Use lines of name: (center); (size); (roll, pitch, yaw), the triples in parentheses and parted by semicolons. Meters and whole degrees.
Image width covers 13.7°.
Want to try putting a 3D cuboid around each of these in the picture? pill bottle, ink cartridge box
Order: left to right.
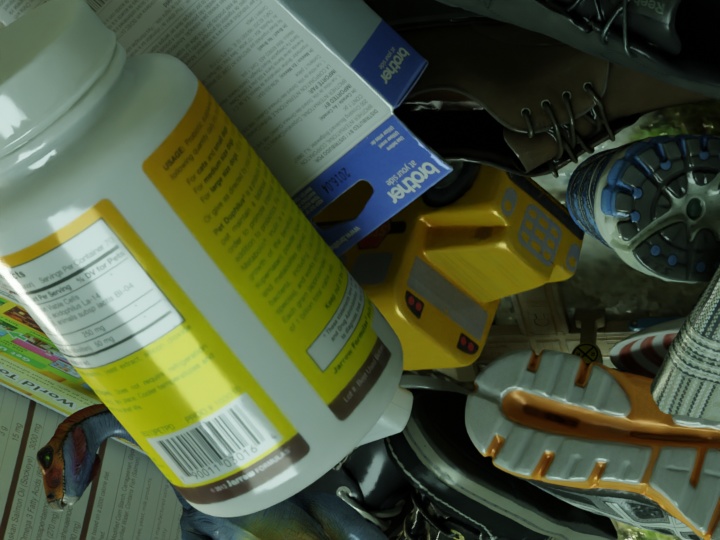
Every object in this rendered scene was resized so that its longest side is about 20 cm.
pill bottle: (-0.079, -0.007, 1.173); (0.109, 0.109, 0.200); (-22, 115, 36)
ink cartridge box: (-0.060, -0.092, 1.192); (0.200, 0.042, 0.119); (44, 137, -8)

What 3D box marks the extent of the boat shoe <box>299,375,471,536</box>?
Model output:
boat shoe: (-0.008, 0.115, 1.513); (0.074, 0.060, 0.200); (27, 141, -24)

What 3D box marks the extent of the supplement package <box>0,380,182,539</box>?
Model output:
supplement package: (-0.176, 0.126, 1.453); (0.200, 0.118, 0.117); (26, 143, -23)

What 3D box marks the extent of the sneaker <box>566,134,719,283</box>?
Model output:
sneaker: (0.176, -0.028, 1.270); (0.199, 0.077, 0.085); (9, -178, -26)

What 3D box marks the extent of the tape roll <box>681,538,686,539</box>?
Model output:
tape roll: (0.246, 0.115, 1.434); (0.202, 0.037, 0.203); (10, 161, 3)

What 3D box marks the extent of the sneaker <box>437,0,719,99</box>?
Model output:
sneaker: (0.090, -0.114, 1.117); (0.199, 0.091, 0.076); (17, 103, -2)

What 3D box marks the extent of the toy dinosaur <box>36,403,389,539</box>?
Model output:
toy dinosaur: (-0.056, 0.125, 1.357); (0.181, 0.105, 0.200); (35, 173, 36)

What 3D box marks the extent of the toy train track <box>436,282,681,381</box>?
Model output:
toy train track: (0.130, 0.042, 1.404); (0.199, 0.033, 0.115); (-3, 144, 14)

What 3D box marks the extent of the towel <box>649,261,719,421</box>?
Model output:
towel: (0.237, 0.022, 1.184); (0.199, 0.035, 0.193); (15, 135, -10)

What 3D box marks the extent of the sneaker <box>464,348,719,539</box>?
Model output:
sneaker: (0.147, 0.087, 1.343); (0.199, 0.078, 0.077); (20, 168, 15)

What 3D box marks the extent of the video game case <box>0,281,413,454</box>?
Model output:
video game case: (-0.102, 0.038, 1.351); (0.200, 0.023, 0.182); (27, 156, -21)

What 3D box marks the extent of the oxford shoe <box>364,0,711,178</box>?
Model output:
oxford shoe: (0.091, -0.072, 1.207); (0.199, 0.085, 0.073); (-8, 140, 20)

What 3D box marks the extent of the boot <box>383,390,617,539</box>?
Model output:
boot: (0.027, 0.140, 1.445); (0.154, 0.074, 0.203); (-39, 153, 12)

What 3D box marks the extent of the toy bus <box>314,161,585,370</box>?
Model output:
toy bus: (0.000, 0.000, 1.315); (0.200, 0.078, 0.065); (-5, 146, 44)

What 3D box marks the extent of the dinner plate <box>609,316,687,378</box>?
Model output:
dinner plate: (0.210, 0.043, 1.321); (0.199, 0.024, 0.200); (9, 166, 2)
